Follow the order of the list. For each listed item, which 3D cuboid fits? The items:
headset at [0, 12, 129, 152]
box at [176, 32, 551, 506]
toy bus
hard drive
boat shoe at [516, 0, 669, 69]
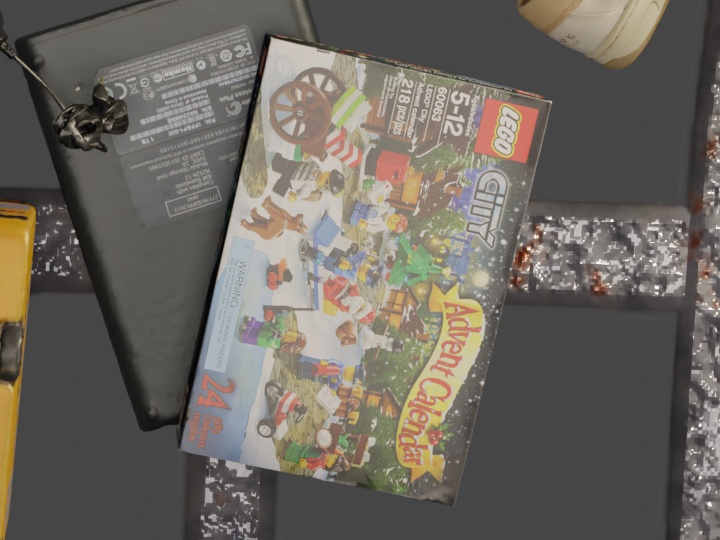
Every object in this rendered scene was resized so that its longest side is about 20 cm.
[{"bbox_3d":[-0.204,-0.086,1.080,0.200,0.094,0.124,12,107,9],"label":"headset"},{"bbox_3d":[0.000,0.000,1.117,0.136,0.038,0.200,12,98,-7],"label":"box"},{"bbox_3d":[-0.195,0.068,1.123,0.065,0.078,0.201,5,99,-7],"label":"toy bus"},{"bbox_3d":[-0.070,-0.036,1.140,0.139,0.033,0.200,-17,100,-3],"label":"hard drive"},{"bbox_3d":[0.133,-0.197,1.111,0.069,0.074,0.200,20,98,-14],"label":"boat shoe"}]
